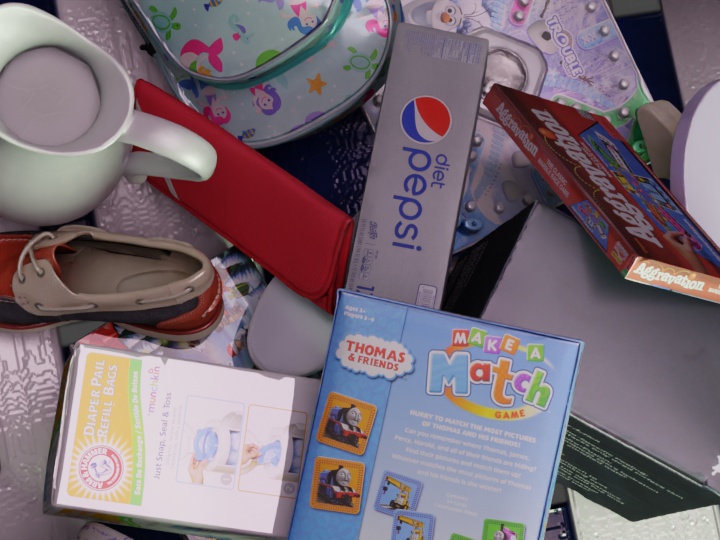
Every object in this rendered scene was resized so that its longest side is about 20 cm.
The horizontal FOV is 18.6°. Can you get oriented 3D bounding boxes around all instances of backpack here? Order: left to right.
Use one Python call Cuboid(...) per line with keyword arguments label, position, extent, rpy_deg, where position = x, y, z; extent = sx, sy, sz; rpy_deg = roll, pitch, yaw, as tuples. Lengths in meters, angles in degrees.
Cuboid(label="backpack", position=(-0.067, -0.184, 1.465), extent=(0.177, 0.151, 0.201), rpy_deg=(-28, 95, 8))

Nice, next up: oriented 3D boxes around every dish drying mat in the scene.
Cuboid(label="dish drying mat", position=(-0.082, -0.050, 1.430), extent=(0.018, 0.077, 0.200), rpy_deg=(-24, 47, -39))

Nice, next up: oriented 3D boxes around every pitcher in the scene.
Cuboid(label="pitcher", position=(-0.180, -0.085, 1.400), extent=(0.171, 0.200, 0.122), rpy_deg=(27, 77, -6))

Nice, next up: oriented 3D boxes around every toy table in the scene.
Cuboid(label="toy table", position=(0.250, -0.028, 1.502), extent=(0.183, 0.117, 0.201), rpy_deg=(-6, 89, -23))

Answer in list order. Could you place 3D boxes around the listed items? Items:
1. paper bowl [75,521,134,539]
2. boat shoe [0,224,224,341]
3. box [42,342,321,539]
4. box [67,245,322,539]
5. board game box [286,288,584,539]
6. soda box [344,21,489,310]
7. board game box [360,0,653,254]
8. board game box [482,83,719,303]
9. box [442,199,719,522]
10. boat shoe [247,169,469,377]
Cuboid(label="paper bowl", position=(-0.114, 0.251, 1.357), extent=(0.200, 0.201, 0.105), rpy_deg=(34, 77, -4))
Cuboid(label="boat shoe", position=(-0.187, 0.002, 1.431), extent=(0.199, 0.063, 0.072), rpy_deg=(8, 63, 10))
Cuboid(label="box", position=(-0.095, 0.115, 1.386), extent=(0.199, 0.112, 0.102), rpy_deg=(9, 80, -11))
Cuboid(label="box", position=(-0.087, 0.101, 1.470), extent=(0.137, 0.040, 0.201), rpy_deg=(-32, 88, -13))
Cuboid(label="board game box", position=(0.040, 0.124, 1.307), extent=(0.150, 0.037, 0.201), rpy_deg=(12, 91, 9))
Cuboid(label="soda box", position=(0.035, -0.053, 1.415), extent=(0.063, 0.068, 0.201), rpy_deg=(10, 72, 3))
Cuboid(label="board game box", position=(0.099, -0.138, 1.552), extent=(0.199, 0.026, 0.201), rpy_deg=(-24, 86, -14))
Cuboid(label="board game box", position=(0.162, -0.050, 1.403), extent=(0.103, 0.200, 0.020), rpy_deg=(12, 119, -35))
Cuboid(label="box", position=(0.149, 0.065, 1.439), extent=(0.196, 0.200, 0.118), rpy_deg=(28, 77, -6))
Cuboid(label="boat shoe", position=(-0.002, -0.002, 1.470), extent=(0.073, 0.068, 0.200), rpy_deg=(34, 74, 8))
